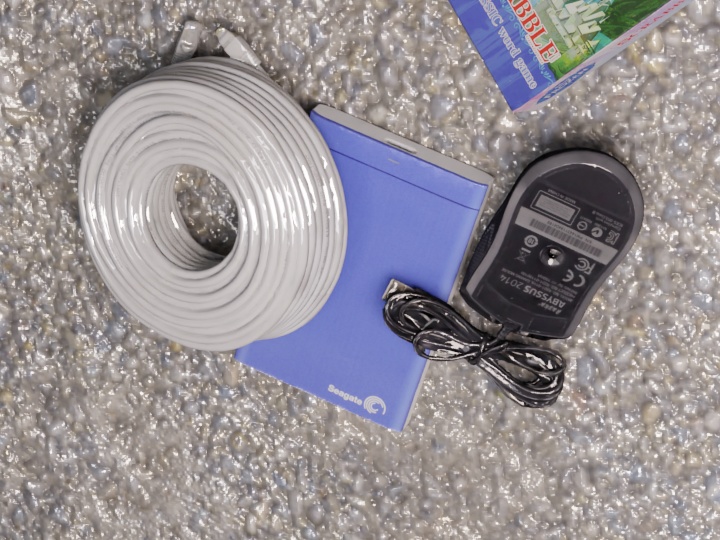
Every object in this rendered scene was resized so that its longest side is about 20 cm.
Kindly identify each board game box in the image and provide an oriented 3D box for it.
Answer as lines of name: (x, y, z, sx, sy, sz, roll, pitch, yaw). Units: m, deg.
board game box: (0.128, -0.234, 1.668, 0.199, 0.041, 0.200, -35, 79, 28)

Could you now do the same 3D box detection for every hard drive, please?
hard drive: (0.000, 0.000, 1.850, 0.132, 0.025, 0.200, 23, 117, 10)

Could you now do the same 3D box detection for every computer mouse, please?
computer mouse: (0.115, -0.012, 1.784, 0.138, 0.053, 0.200, 29, 122, -9)

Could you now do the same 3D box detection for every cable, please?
cable: (-0.101, -0.044, 1.828, 0.200, 0.069, 0.200, 43, 123, 14)
